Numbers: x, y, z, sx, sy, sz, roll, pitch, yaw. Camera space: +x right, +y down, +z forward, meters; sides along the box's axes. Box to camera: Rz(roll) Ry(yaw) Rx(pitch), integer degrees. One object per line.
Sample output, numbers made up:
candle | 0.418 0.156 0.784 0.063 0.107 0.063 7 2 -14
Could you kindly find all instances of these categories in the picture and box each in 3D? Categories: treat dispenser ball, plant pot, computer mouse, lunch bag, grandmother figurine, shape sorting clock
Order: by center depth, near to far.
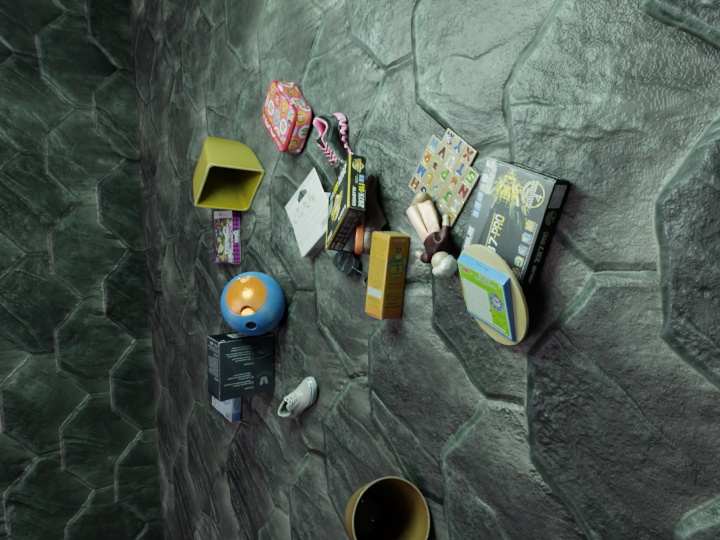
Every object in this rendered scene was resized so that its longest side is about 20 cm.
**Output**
shape sorting clock | 0.245 0.045 1.019 0.200 0.039 0.200 56 162 28
grandmother figurine | 0.148 -0.063 1.133 0.121 0.060 0.200 113 150 -44
plant pot | 0.036 0.585 1.295 0.200 0.186 0.187 138 121 -63
computer mouse | 0.000 0.000 1.406 0.200 0.034 0.059 33 102 42
lunch bag | -0.224 -0.448 1.631 0.200 0.082 0.176 60 140 33
treat dispenser ball | -0.338 0.105 1.723 0.201 0.201 0.201 6 98 53
plant pot | -0.471 -0.350 1.884 0.196 0.194 0.200 -55 46 40

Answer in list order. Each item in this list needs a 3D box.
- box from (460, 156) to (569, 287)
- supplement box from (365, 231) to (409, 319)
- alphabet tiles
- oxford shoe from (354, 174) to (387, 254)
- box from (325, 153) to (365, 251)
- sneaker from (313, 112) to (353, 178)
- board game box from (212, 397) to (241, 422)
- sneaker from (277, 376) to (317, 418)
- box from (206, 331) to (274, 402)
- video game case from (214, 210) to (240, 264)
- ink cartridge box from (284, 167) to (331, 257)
box | 0.276 -0.092 1.002 0.161 0.049 0.200 39 124 48
supplement box | 0.062 0.010 1.286 0.069 0.066 0.200 17 107 52
alphabet tiles | 0.174 -0.191 1.168 0.166 0.006 0.200 53 132 36
oxford shoe | 0.031 -0.135 1.332 0.071 0.072 0.200 79 -163 -82
box | -0.038 -0.164 1.348 0.200 0.049 0.160 124 152 -58
sneaker | -0.075 -0.318 1.422 0.079 0.095 0.200 -28 72 49
board game box | -0.524 0.461 2.135 0.200 0.043 0.199 14 105 53
sneaker | -0.192 0.394 1.656 0.073 0.071 0.200 59 136 32
box | -0.400 0.312 1.826 0.117 0.196 0.200 9 100 54
video game case | -0.505 -0.127 2.068 0.181 0.036 0.200 6 98 54
ink cartridge box | -0.132 -0.161 1.552 0.200 0.045 0.176 -43 60 46
